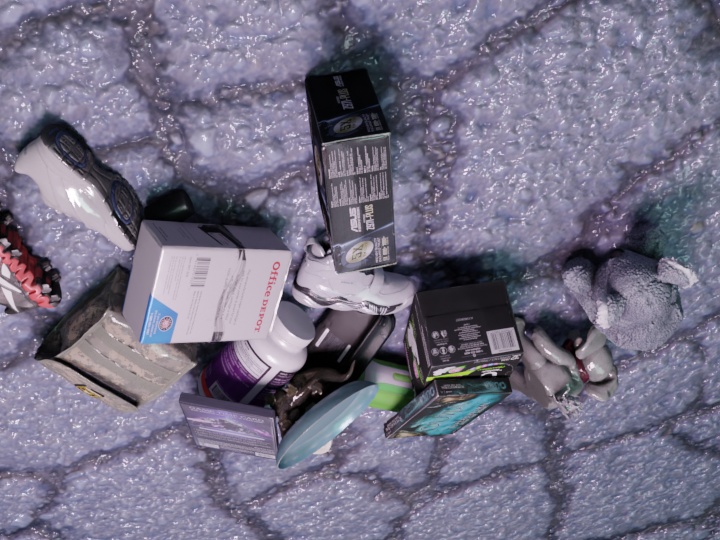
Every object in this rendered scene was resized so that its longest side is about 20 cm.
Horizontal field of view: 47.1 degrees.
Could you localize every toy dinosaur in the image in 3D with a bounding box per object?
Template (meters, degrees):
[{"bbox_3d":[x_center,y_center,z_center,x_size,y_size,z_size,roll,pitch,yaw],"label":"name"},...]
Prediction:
[{"bbox_3d":[-0.087,0.185,1.272,0.077,0.102,0.201,41,106,2],"label":"toy dinosaur"}]

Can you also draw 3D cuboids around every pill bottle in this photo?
[{"bbox_3d":[-0.159,0.142,1.292,0.112,0.113,0.200,28,118,-31],"label":"pill bottle"}]

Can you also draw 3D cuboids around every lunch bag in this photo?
[{"bbox_3d":[-0.364,0.123,1.226,0.199,0.118,0.164,-38,123,22],"label":"lunch bag"}]

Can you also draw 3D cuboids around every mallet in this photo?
[{"bbox_3d":[-0.226,-0.037,1.182,0.065,0.041,0.200,-30,134,9],"label":"mallet"}]

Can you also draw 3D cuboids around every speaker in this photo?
[{"bbox_3d":[0.061,0.201,1.412,0.197,0.089,0.089,16,124,-25],"label":"speaker"}]

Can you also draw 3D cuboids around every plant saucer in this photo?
[{"bbox_3d":[-0.055,0.234,1.280,0.199,0.027,0.201,-37,161,-14],"label":"plant saucer"}]

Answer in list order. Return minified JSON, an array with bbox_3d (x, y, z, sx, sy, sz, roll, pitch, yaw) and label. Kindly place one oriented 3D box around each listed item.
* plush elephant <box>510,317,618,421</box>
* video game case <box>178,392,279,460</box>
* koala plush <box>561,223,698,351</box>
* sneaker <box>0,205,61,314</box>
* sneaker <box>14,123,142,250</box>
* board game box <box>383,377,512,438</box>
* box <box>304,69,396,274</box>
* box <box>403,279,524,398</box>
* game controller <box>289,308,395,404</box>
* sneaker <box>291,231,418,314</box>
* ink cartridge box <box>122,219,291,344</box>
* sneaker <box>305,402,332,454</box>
[{"bbox_3d":[0.356,0.155,1.404,0.153,0.200,0.167,-26,126,-15],"label":"plush elephant"},{"bbox_3d":[-0.197,0.244,1.277,0.140,0.019,0.201,10,149,2],"label":"video game case"},{"bbox_3d":[0.416,0.031,1.240,0.175,0.186,0.200,-26,171,7],"label":"koala plush"},{"bbox_3d":[-0.491,-0.012,1.112,0.097,0.071,0.202,-22,132,3],"label":"sneaker"},{"bbox_3d":[-0.363,-0.100,1.082,0.086,0.075,0.201,-22,125,22],"label":"sneaker"},{"bbox_3d":[0.134,0.221,1.315,0.133,0.029,0.200,1,151,-24],"label":"board game box"},{"bbox_3d":[-0.012,-0.127,1.068,0.085,0.165,0.202,-10,132,-5],"label":"box"},{"bbox_3d":[0.155,0.121,1.300,0.146,0.126,0.201,-7,154,-7],"label":"box"},{"bbox_3d":[-0.032,0.124,1.318,0.104,0.042,0.201,37,103,7],"label":"game controller"},{"bbox_3d":[0.000,0.000,1.235,0.196,0.076,0.116,3,131,-12],"label":"sneaker"},{"bbox_3d":[-0.210,0.017,1.140,0.198,0.084,0.147,2,117,-38],"label":"ink cartridge box"},{"bbox_3d":[-0.075,0.202,1.398,0.074,0.085,0.204,4,105,0],"label":"sneaker"}]
